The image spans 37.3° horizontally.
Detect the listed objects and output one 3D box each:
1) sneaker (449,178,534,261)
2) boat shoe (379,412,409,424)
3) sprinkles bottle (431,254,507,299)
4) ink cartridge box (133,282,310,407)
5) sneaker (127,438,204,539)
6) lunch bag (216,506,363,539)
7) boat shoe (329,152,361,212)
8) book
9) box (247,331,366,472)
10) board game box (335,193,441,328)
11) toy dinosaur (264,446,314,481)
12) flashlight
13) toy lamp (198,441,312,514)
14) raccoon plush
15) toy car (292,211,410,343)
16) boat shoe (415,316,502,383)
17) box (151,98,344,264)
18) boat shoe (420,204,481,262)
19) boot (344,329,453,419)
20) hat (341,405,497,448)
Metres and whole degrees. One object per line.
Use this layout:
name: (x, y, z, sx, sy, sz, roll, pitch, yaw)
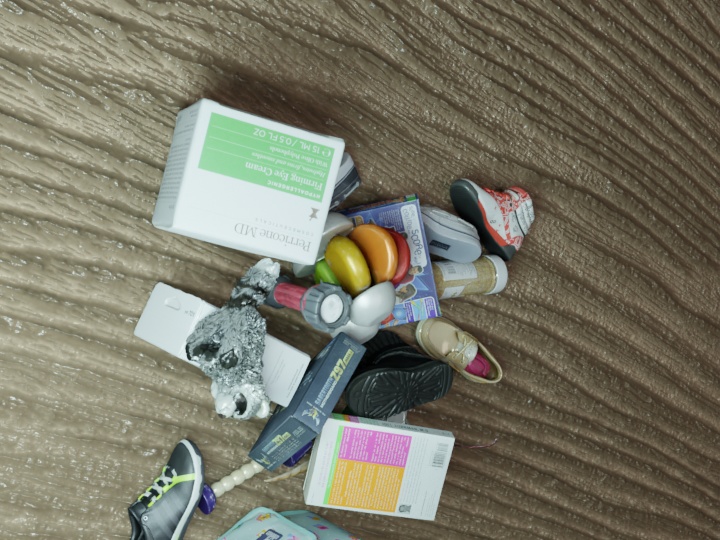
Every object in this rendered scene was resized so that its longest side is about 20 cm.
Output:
sneaker: (0.232, -0.118, 1.848, 0.108, 0.067, 0.202, -54, 129, -19)
boat shoe: (0.052, 0.294, 1.764, 0.074, 0.086, 0.203, 19, 86, -39)
sprinkles bottle: (0.158, 0.013, 1.811, 0.199, 0.068, 0.069, -6, 102, -37)
ink cartridge box: (-0.193, 0.103, 1.497, 0.199, 0.146, 0.086, 29, 82, -37)
sneaker: (-0.285, 0.336, 1.514, 0.082, 0.071, 0.202, 19, 86, -38)
lunch bag: (-0.105, 0.437, 1.611, 0.199, 0.170, 0.123, 11, 93, -42)
boat shoe: (-0.070, -0.094, 1.613, 0.200, 0.071, 0.068, -49, 122, -30)
book: (0.027, 0.287, 1.566, 0.198, 0.048, 0.135, 11, 102, -12)
box: (-0.080, 0.193, 1.553, 0.051, 0.200, 0.158, 34, 56, -6)
board game box: (0.045, -0.010, 1.691, 0.134, 0.034, 0.201, -11, 110, 1)
toy dinosaur: (-0.064, 0.295, 1.626, 0.107, 0.060, 0.200, -57, 160, -3)
flashlight: (-0.092, 0.039, 1.530, 0.068, 0.199, 0.068, -33, 117, -28)
toy lamp: (-0.160, 0.299, 1.617, 0.199, 0.058, 0.059, -27, 114, -30)
raccoon plush: (-0.134, 0.102, 1.396, 0.200, 0.096, 0.134, -48, 131, -19)
toy car: (0.000, 0.000, 1.585, 0.149, 0.200, 0.176, -28, 76, -23)
boat shoe: (0.177, 0.138, 1.846, 0.200, 0.069, 0.074, 34, 77, -37)
box: (-0.155, -0.115, 1.425, 0.198, 0.200, 0.173, 14, 90, -18)
boat shoe: (0.111, -0.073, 1.764, 0.199, 0.074, 0.066, 24, 44, -28)
boot: (0.024, 0.160, 1.674, 0.210, 0.157, 0.080, -3, 111, -41)
hat: (0.085, 0.281, 1.693, 0.175, 0.200, 0.167, -15, 132, -20)
